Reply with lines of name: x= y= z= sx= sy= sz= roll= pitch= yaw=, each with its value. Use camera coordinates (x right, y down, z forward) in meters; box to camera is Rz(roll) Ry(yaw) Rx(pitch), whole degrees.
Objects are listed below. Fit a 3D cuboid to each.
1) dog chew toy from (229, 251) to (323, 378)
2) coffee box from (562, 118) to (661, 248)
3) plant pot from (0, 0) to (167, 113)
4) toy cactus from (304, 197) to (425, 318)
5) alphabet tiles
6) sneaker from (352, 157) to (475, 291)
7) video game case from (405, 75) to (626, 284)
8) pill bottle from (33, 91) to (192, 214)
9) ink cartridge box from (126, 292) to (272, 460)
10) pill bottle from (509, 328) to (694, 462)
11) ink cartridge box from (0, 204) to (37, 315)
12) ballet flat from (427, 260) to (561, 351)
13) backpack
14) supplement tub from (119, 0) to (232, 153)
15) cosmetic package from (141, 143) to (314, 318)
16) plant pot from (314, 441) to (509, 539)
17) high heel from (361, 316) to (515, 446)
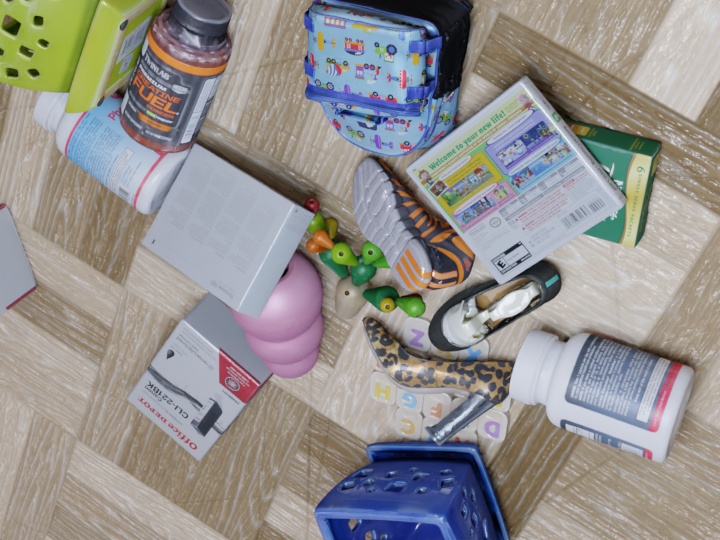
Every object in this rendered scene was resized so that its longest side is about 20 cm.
dog chew toy: x=-0.103 y=0.066 z=1.800 sx=0.124 sy=0.125 sz=0.200 roll=12 pitch=140 yaw=22
coffee box: x=0.236 y=-0.110 z=1.562 sx=0.199 sy=0.044 sz=0.123 roll=18 pitch=124 yaw=19
plant pot: x=-0.350 y=-0.323 z=1.666 sx=0.181 sy=0.200 sz=0.199 roll=30 pitch=127 yaw=2
toy cactus: x=0.000 y=0.000 z=1.739 sx=0.200 sy=0.102 sz=0.165 roll=32 pitch=146 yaw=6
alphabet tiles: x=0.105 y=0.158 z=1.805 sx=0.199 sy=0.015 sz=0.196 roll=17 pitch=124 yaw=19
sneaker: x=0.069 y=-0.055 z=1.666 sx=0.078 sy=0.112 sz=0.200 roll=-53 pitch=52 yaw=41
video game case: x=0.175 y=-0.099 z=1.561 sx=0.182 sy=0.022 sz=0.200 roll=50 pitch=130 yaw=-6
pill bottle: x=-0.327 y=-0.172 z=1.789 sx=0.200 sy=0.109 sz=0.109 roll=36 pitch=128 yaw=5
ink cartridge box: x=-0.222 y=0.154 z=1.934 sx=0.144 sy=0.084 sz=0.200 roll=40 pitch=129 yaw=1
pill bottle: x=0.287 y=0.142 z=1.632 sx=0.199 sy=0.120 sz=0.120 roll=19 pitch=124 yaw=18
ink cartridge box: x=-0.619 y=0.000 z=2.021 sx=0.199 sy=0.145 sz=0.145 roll=-2 pitch=116 yaw=30
ballet flat: x=0.154 y=0.048 z=1.664 sx=0.200 sy=0.068 sz=0.068 roll=-34 pitch=93 yaw=28
backpack: x=0.024 y=-0.219 z=1.560 sx=0.182 sy=0.135 sz=0.201 roll=19 pitch=127 yaw=19
supplement tub: x=-0.225 y=-0.251 z=1.691 sx=0.107 sy=0.107 sz=0.200 roll=34 pitch=127 yaw=7
cosmetic package: x=-0.171 y=-0.052 z=1.725 sx=0.200 sy=0.052 sz=0.151 roll=32 pitch=93 yaw=36
plant pot: x=0.084 y=0.339 z=1.809 sx=0.199 sy=0.180 sz=0.201 roll=-5 pitch=120 yaw=30
high heel: x=0.102 y=0.108 z=1.755 sx=0.142 sy=0.071 sz=0.200 roll=-38 pitch=73 yaw=4
